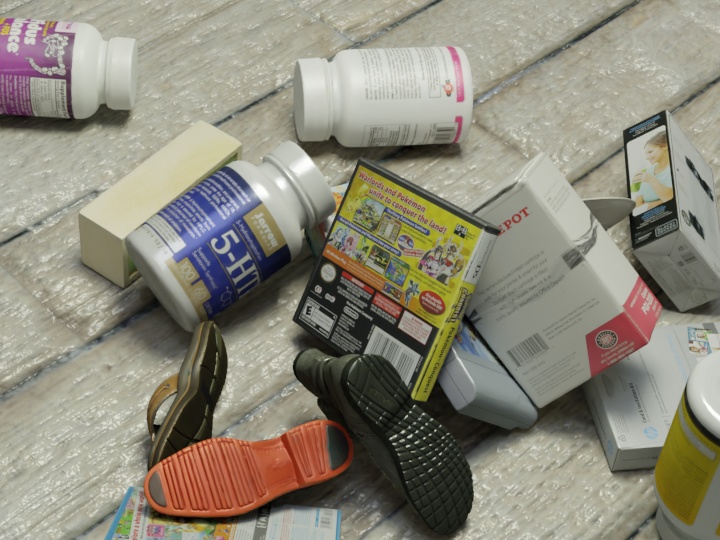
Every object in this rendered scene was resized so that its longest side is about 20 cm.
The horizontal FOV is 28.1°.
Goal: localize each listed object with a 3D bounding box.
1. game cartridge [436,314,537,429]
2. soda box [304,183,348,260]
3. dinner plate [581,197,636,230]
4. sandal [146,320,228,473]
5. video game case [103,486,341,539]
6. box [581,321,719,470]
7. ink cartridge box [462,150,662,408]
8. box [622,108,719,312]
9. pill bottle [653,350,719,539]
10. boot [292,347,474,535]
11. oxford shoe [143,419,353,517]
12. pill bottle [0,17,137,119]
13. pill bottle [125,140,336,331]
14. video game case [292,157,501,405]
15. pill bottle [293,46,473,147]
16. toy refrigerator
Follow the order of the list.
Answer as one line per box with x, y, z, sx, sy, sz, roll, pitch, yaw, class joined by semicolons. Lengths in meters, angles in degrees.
0.097;0.060;1.430;0.041;0.133;0.201;-37;55;20;game cartridge
0.000;0.000;1.518;0.063;0.069;0.201;-12;49;-15;soda box
0.195;-0.042;1.520;0.198;0.200;0.025;-7;79;-13;dinner plate
-0.174;0.128;1.369;0.054;0.082;0.201;-3;45;14;sandal
-0.118;0.233;1.261;0.198;0.018;0.143;7;13;-1;video game case
0.330;0.123;1.458;0.198;0.041;0.157;-3;46;-11;box
0.175;0.009;1.401;0.200;0.145;0.085;51;33;-6;ink cartridge box
0.348;-0.068;1.592;0.060;0.117;0.201;-25;38;29;box
0.327;0.173;1.295;0.111;0.201;0.113;4;45;-4;pill bottle
0.022;0.153;1.355;0.068;0.201;0.130;-38;15;-21;boot
-0.105;0.190;1.313;0.198;0.073;0.072;-7;71;-25;oxford shoe
-0.362;-0.235;1.675;0.198;0.113;0.113;3;45;-4;pill bottle
-0.129;-0.041;1.472;0.199;0.120;0.120;-37;57;-13;pill bottle
0.030;0.007;1.395;0.025;0.182;0.200;15;11;-43;video game case
0.025;-0.204;1.690;0.198;0.114;0.114;-3;46;-10;pill bottle
-0.211;-0.073;1.560;0.070;0.076;0.200;30;49;21;toy refrigerator
